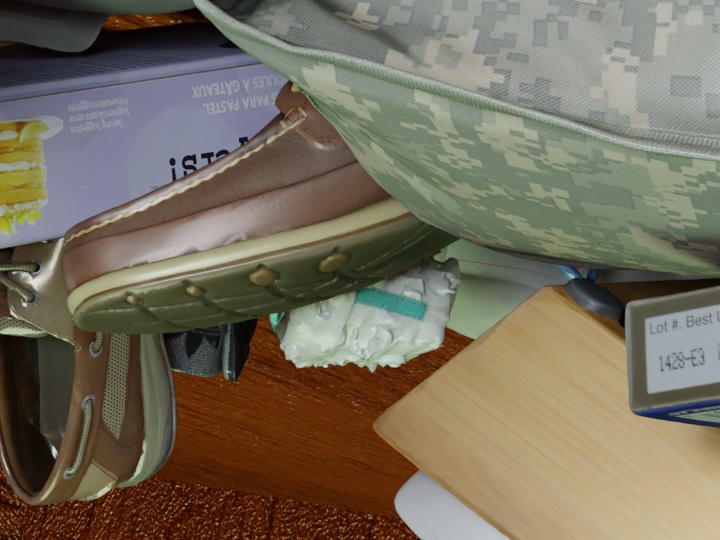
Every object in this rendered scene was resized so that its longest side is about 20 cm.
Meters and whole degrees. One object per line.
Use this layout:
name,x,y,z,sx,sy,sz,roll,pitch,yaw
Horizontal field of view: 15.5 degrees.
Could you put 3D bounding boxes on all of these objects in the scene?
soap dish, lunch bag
soap dish,0.118,0.067,0.735,0.157,0.081,0.200,37,-162,25
lunch bag,0.069,-0.061,0.635,0.200,0.118,0.164,5,170,16

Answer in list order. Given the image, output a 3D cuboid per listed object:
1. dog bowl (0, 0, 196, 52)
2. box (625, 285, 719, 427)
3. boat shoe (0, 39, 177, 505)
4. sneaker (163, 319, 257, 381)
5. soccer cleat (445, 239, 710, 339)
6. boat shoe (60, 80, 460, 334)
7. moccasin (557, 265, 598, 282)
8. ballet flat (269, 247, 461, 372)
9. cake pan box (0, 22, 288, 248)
dog bowl,-0.101,-0.114,0.723,0.200,0.059,0.200,12,171,2
box,0.172,0.022,0.639,0.121,0.032,0.200,-13,163,41
boat shoe,-0.122,0.003,1.050,0.076,0.200,0.072,6,-158,40
sneaker,-0.055,-0.013,1.092,0.075,0.114,0.200,15,171,-16
soccer cleat,0.070,0.007,0.938,0.069,0.078,0.200,-19,-135,-30
boat shoe,0.004,-0.036,0.772,0.200,0.068,0.072,-20,169,-11
moccasin,0.095,-0.028,0.860,0.200,0.080,0.068,8,131,31
ballet flat,0.000,0.000,0.904,0.072,0.072,0.200,13,-170,-5
cake pan box,-0.094,-0.049,0.867,0.184,0.052,0.200,-9,-170,-30
